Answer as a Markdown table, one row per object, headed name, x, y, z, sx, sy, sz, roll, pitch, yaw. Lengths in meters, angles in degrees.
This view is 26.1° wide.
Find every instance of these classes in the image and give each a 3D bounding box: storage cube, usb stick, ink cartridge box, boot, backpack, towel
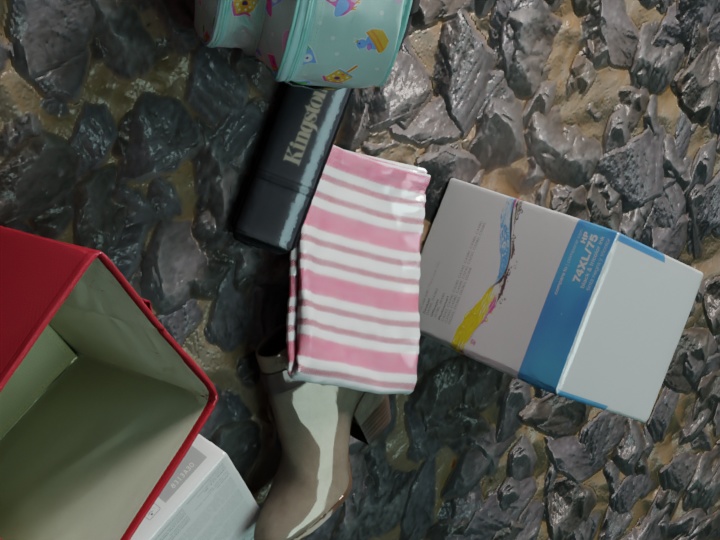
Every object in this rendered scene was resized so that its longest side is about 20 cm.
| name | x | y | z | sx | sy | sz | roll | pitch | yaw |
| --- | --- | --- | --- | --- | --- | --- | --- | --- | --- |
| storage cube | -0.236 | 0.086 | 1.016 | 0.200 | 0.180 | 0.171 | -59 | 141 | -24 |
| usb stick | -0.046 | -0.110 | 1.231 | 0.033 | 0.055 | 0.200 | -1 | 112 | -84 |
| ink cartridge box | -0.153 | 0.243 | 1.296 | 0.161 | 0.050 | 0.200 | -48 | 152 | -18 |
| boot | -0.050 | 0.121 | 1.308 | 0.200 | 0.070 | 0.146 | -50 | 130 | -31 |
| backpack | -0.035 | -0.215 | 1.090 | 0.153 | 0.200 | 0.176 | 5 | 105 | -22 |
| ink cartridge box | 0.165 | 0.025 | 1.382 | 0.147 | 0.200 | 0.146 | 20 | 91 | -46 |
| towel | 0.000 | 0.000 | 1.291 | 0.146 | 0.030 | 0.200 | 11 | 78 | -45 |

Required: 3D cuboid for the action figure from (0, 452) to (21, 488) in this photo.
| name | x | y | z | sx | sy | sz | roll | pitch | yaw |
| --- | --- | --- | --- | --- | --- | --- | --- | --- | --- |
| action figure | -0.268 | 0.191 | 1.130 | 0.149 | 0.134 | 0.200 | 22 | 92 | -22 |
